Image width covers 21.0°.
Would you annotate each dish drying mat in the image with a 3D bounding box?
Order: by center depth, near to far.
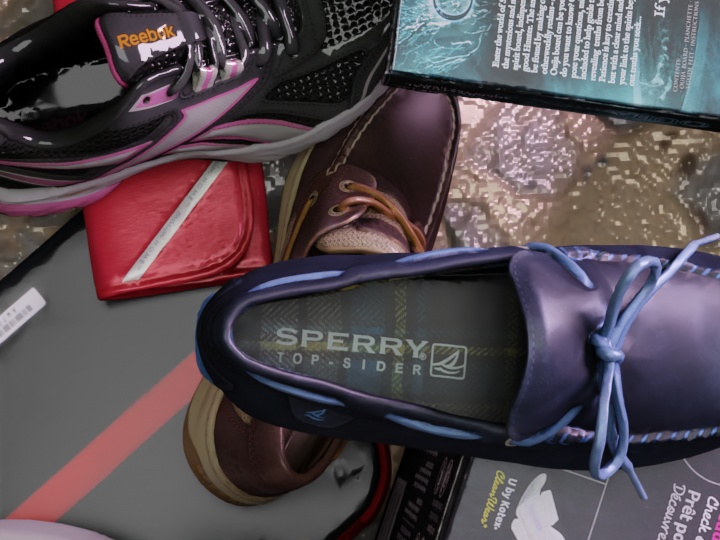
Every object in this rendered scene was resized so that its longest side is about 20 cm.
[{"bbox_3d":[-0.086,-0.091,0.801,0.076,0.018,0.202,-8,81,-4],"label":"dish drying mat"}]

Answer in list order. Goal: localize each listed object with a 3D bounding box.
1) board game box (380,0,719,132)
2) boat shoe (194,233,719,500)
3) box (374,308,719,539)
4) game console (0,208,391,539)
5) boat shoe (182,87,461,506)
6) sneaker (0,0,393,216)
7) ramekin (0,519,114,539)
[{"bbox_3d":[0.085,-0.160,0.724,0.134,0.028,0.202,8,85,-2],"label":"board game box"},{"bbox_3d":[0.049,0.031,0.592,0.198,0.069,0.085,-5,86,-2],"label":"boat shoe"},{"bbox_3d":[0.079,0.083,0.726,0.114,0.200,0.133,18,86,-2],"label":"box"},{"bbox_3d":[-0.105,0.083,0.801,0.200,0.031,0.177,-41,85,-6],"label":"game console"},{"bbox_3d":[0.000,0.000,0.766,0.072,0.072,0.201,38,64,-21],"label":"boat shoe"},{"bbox_3d":[-0.069,-0.077,0.744,0.199,0.086,0.081,-26,79,-1],"label":"sneaker"},{"bbox_3d":[-0.137,0.204,0.723,0.198,0.105,0.202,1,102,6],"label":"ramekin"}]
